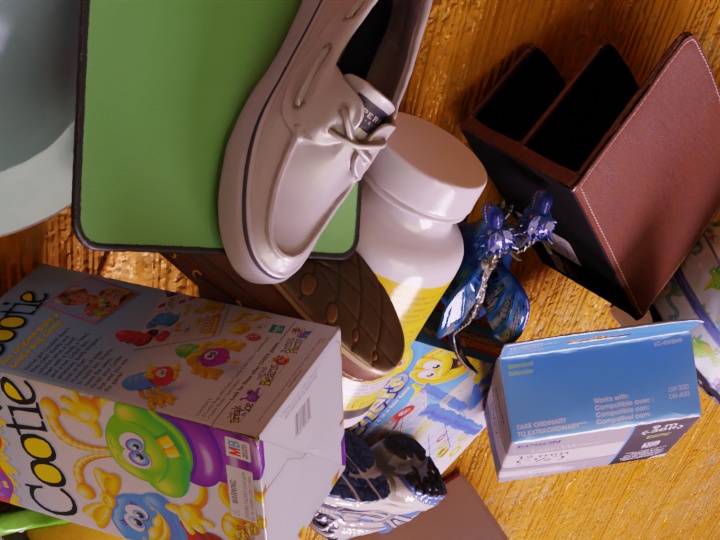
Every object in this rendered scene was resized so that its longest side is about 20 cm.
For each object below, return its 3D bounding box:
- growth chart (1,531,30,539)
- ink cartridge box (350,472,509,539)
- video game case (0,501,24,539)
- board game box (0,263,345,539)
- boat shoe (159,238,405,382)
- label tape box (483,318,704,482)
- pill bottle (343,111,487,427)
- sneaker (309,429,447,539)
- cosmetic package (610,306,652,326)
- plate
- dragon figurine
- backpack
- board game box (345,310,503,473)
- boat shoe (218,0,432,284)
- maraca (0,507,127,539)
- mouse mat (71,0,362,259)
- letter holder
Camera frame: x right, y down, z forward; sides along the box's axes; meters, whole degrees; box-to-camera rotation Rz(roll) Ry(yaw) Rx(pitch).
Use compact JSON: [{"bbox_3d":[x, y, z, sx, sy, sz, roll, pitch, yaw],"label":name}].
[{"bbox_3d":[-0.187,0.208,0.816,0.200,0.144,0.018,-6,113,-46],"label":"growth chart"},{"bbox_3d":[0.090,0.332,1.194,0.145,0.145,0.200,-30,144,-8],"label":"ink cartridge box"},{"bbox_3d":[-0.216,0.134,0.839,0.182,0.022,0.200,-25,142,-14],"label":"video game case"},{"bbox_3d":[-0.120,0.081,0.678,0.105,0.199,0.103,-51,146,-51],"label":"board game box"},{"bbox_3d":[-0.061,-0.003,0.708,0.068,0.200,0.072,-44,-171,39],"label":"boat shoe"},{"bbox_3d":[0.174,0.101,0.901,0.143,0.066,0.200,-8,160,-1],"label":"label tape box"},{"bbox_3d":[0.000,0.000,0.789,0.111,0.111,0.200,3,129,-40],"label":"pill bottle"},{"bbox_3d":[-0.017,0.171,0.901,0.085,0.077,0.200,-45,142,19],"label":"sneaker"},{"bbox_3d":[0.339,0.037,1.131,0.200,0.073,0.104,11,123,-43],"label":"cosmetic package"},{"bbox_3d":[-0.198,-0.096,0.602,0.200,0.026,0.201,-22,140,-19],"label":"plate"},{"bbox_3d":[0.083,0.016,0.832,0.059,0.100,0.201,7,125,-9],"label":"dragon figurine"},{"bbox_3d":[0.310,0.045,0.956,0.200,0.163,0.154,28,124,-18],"label":"backpack"},{"bbox_3d":[0.012,0.120,0.975,0.196,0.056,0.200,18,118,-48],"label":"board game box"},{"bbox_3d":[-0.011,-0.085,0.642,0.072,0.066,0.201,41,64,-41],"label":"boat shoe"},{"bbox_3d":[-0.171,0.155,0.793,0.199,0.107,0.137,-9,170,-12],"label":"maraca"},{"bbox_3d":[-0.066,-0.088,0.636,0.200,0.008,0.162,2,91,-48],"label":"mouse mat"},{"bbox_3d":[0.180,-0.083,0.851,0.142,0.100,0.200,-51,144,-7],"label":"letter holder"}]
